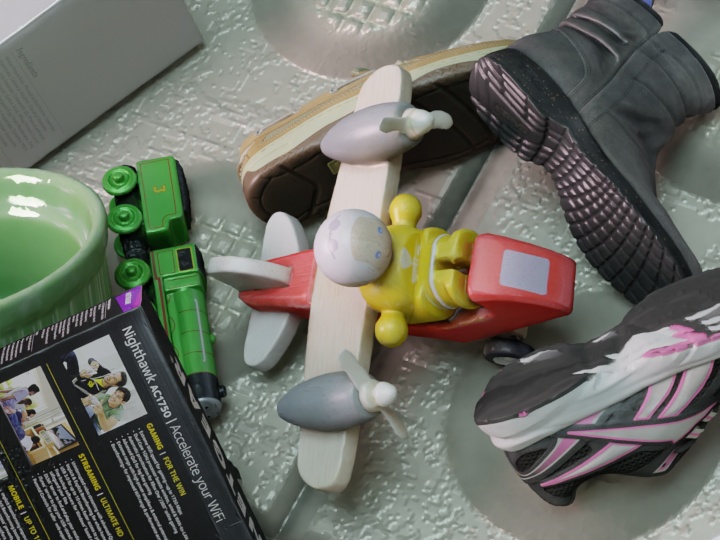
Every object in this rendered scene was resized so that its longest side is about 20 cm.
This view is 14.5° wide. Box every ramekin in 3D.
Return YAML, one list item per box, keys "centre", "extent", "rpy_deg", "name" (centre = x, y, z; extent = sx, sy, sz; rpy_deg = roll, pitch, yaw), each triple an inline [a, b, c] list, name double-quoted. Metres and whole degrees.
- centre: [-0.240, 0.027, 1.691]
  extent: [0.200, 0.098, 0.200]
  rpy_deg: [-9, 28, 5]
  name: "ramekin"

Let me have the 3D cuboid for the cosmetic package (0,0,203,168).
- centre: [-0.245, -0.182, 1.844]
  extent: [0.200, 0.123, 0.199]
  rpy_deg: [-37, 56, -5]
  name: "cosmetic package"

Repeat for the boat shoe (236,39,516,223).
- centre: [0.014, -0.102, 1.753]
  extent: [0.200, 0.072, 0.076]
  rpy_deg: [-21, 41, 3]
  name: "boat shoe"

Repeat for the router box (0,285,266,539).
- centre: [-0.148, 0.130, 1.595]
  extent: [0.149, 0.200, 0.051]
  rpy_deg: [-24, 13, 3]
  name: "router box"

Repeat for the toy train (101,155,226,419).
- centre: [-0.121, 0.015, 1.740]
  extent: [0.056, 0.042, 0.200]
  rpy_deg: [-11, 57, -1]
  name: "toy train"

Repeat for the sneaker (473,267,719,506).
- centre: [0.169, 0.068, 1.591]
  extent: [0.200, 0.086, 0.080]
  rpy_deg: [-22, 26, 15]
  name: "sneaker"

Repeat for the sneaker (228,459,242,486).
- centre: [-0.164, 0.137, 1.671]
  extent: [0.200, 0.075, 0.076]
  rpy_deg: [-2, 82, 18]
  name: "sneaker"

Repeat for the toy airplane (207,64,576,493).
- centre: [0.000, 0.000, 1.646]
  extent: [0.199, 0.141, 0.200]
  rpy_deg: [-39, 63, 3]
  name: "toy airplane"

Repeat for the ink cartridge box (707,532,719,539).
- centre: [0.316, 0.175, 1.496]
  extent: [0.198, 0.043, 0.200]
  rpy_deg: [-33, 68, -2]
  name: "ink cartridge box"

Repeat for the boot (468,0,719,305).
- centre: [0.171, -0.077, 1.681]
  extent: [0.132, 0.070, 0.200]
  rpy_deg: [-29, 79, -31]
  name: "boot"

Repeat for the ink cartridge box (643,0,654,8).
- centre: [0.193, -0.260, 1.781]
  extent: [0.136, 0.076, 0.200]
  rpy_deg: [15, 64, 25]
  name: "ink cartridge box"
